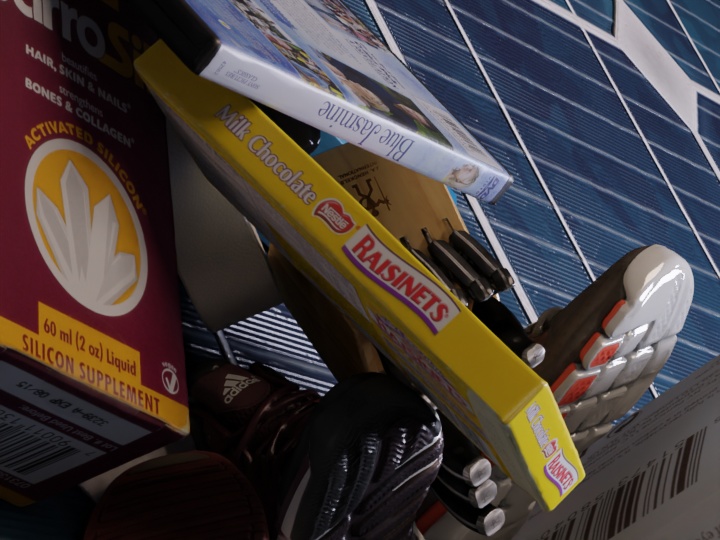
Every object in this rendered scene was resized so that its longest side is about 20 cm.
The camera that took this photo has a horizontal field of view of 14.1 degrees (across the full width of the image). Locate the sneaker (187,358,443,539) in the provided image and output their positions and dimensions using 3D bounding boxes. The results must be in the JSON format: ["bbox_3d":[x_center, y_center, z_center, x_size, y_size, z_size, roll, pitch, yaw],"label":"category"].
[{"bbox_3d":[-0.031,0.068,1.143,0.116,0.076,0.200,48,-20,20],"label":"sneaker"}]

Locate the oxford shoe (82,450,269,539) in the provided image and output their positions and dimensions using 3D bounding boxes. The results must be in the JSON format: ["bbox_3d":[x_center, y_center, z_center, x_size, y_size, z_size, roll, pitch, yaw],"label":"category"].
[{"bbox_3d":[-0.060,0.142,1.062,0.200,0.070,0.075,-102,180,-57],"label":"oxford shoe"}]

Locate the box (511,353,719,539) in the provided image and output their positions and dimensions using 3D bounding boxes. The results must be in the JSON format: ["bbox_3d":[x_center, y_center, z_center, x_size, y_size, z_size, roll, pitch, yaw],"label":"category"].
[{"bbox_3d":[0.166,0.156,1.299,0.171,0.199,0.200,51,21,-7],"label":"box"}]

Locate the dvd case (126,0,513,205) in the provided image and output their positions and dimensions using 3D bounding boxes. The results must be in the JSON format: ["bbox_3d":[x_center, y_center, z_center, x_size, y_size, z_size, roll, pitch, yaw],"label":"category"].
[{"bbox_3d":[-0.037,-0.095,1.113,0.200,0.018,0.143,21,22,-53],"label":"dvd case"}]

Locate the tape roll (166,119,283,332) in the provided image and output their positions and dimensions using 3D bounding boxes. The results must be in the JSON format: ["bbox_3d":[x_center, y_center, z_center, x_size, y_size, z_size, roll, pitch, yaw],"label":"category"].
[{"bbox_3d":[-0.087,-0.072,1.238,0.203,0.037,0.203,156,-90,-89],"label":"tape roll"}]

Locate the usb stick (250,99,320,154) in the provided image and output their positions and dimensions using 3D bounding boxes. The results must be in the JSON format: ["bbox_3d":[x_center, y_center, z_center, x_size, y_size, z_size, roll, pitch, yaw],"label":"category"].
[{"bbox_3d":[-0.046,-0.075,1.226,0.056,0.033,0.200,59,-2,-9],"label":"usb stick"}]

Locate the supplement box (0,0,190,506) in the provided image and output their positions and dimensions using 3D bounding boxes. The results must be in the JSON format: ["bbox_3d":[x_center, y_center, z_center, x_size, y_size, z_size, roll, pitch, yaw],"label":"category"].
[{"bbox_3d":[-0.133,-0.031,1.056,0.110,0.085,0.201,30,45,-47],"label":"supplement box"}]

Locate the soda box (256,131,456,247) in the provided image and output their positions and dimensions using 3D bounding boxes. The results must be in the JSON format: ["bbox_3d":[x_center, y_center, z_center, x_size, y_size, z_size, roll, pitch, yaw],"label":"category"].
[{"bbox_3d":[-0.041,-0.067,1.396,0.200,0.068,0.064,44,23,-23],"label":"soda box"}]

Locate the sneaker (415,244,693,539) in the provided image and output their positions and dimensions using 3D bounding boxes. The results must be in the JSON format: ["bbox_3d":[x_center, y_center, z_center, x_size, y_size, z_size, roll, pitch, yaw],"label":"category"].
[{"bbox_3d":[0.061,0.051,1.264,0.082,0.200,0.077,51,27,23],"label":"sneaker"}]

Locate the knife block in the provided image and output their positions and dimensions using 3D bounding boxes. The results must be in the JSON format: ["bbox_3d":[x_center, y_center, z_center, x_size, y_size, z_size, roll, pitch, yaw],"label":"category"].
[{"bbox_3d":[0.025,0.036,1.214,0.200,0.064,0.176,104,-37,-74],"label":"knife block"}]

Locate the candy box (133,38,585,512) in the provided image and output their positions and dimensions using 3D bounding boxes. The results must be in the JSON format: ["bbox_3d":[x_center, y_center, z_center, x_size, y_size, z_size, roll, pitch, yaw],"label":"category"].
[{"bbox_3d":[0.000,0.000,1.053,0.200,0.026,0.102,44,-9,24],"label":"candy box"}]
